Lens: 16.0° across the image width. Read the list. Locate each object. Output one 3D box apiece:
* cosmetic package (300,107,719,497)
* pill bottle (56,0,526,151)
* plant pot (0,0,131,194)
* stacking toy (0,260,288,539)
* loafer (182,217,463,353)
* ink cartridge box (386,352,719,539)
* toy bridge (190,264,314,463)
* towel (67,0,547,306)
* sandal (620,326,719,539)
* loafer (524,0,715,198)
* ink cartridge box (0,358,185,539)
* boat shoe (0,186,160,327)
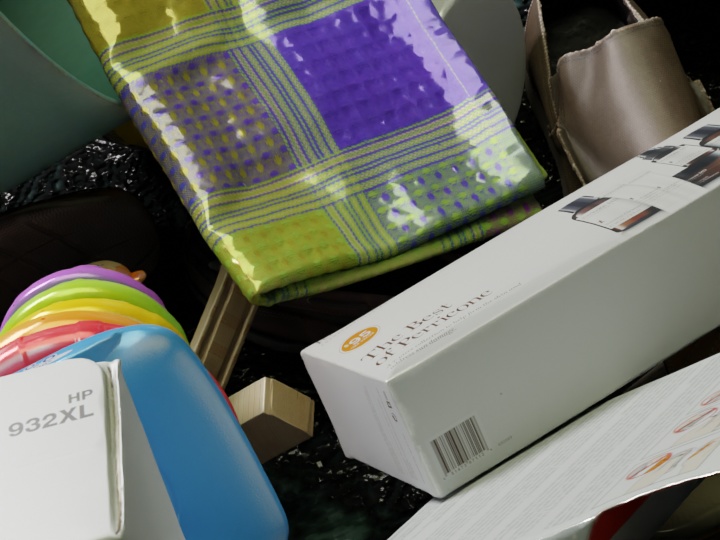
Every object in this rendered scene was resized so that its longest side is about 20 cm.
[{"bbox_3d":[0.083,0.005,0.917,0.199,0.051,0.082,-30,14,-18],"label":"cosmetic package"},{"bbox_3d":[-0.032,-0.097,1.122,0.199,0.113,0.113,12,46,33],"label":"pill bottle"},{"bbox_3d":[-0.203,-0.104,1.034,0.160,0.201,0.201,-34,34,15],"label":"plant pot"},{"bbox_3d":[-0.098,0.041,0.945,0.115,0.110,0.200,-26,24,8],"label":"stacking toy"},{"bbox_3d":[0.000,0.000,1.028,0.199,0.063,0.072,23,53,40],"label":"loafer"},{"bbox_3d":[0.089,0.074,0.799,0.199,0.048,0.160,-25,5,35],"label":"ink cartridge box"},{"bbox_3d":[-0.047,0.064,0.961,0.067,0.027,0.201,-29,45,39],"label":"toy bridge"},{"bbox_3d":[-0.028,-0.085,1.000,0.143,0.023,0.201,-18,65,-23],"label":"towel"},{"bbox_3d":[0.150,0.027,0.941,0.200,0.054,0.080,-40,42,-17],"label":"sandal"},{"bbox_3d":[0.107,-0.065,1.060,0.073,0.071,0.200,-22,38,-6],"label":"loafer"},{"bbox_3d":[-0.113,0.142,0.783,0.144,0.201,0.084,-15,37,2],"label":"ink cartridge box"},{"bbox_3d":[-0.182,0.011,1.080,0.199,0.076,0.072,-23,36,-10],"label":"boat shoe"}]
